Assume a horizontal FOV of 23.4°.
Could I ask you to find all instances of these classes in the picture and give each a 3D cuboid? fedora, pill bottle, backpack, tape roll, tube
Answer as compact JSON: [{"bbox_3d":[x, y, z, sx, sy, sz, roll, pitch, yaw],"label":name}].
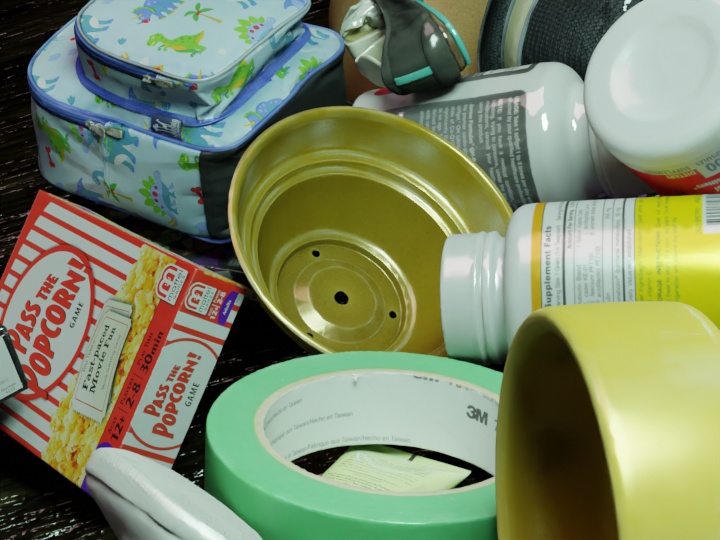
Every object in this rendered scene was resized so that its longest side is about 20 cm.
[{"bbox_3d":[0.179,-0.162,1.241,0.200,0.201,0.092,-24,38,-15],"label":"fedora"},{"bbox_3d":[0.099,-0.082,1.190,0.200,0.111,0.111,-6,26,24],"label":"pill bottle"},{"bbox_3d":[-0.126,-0.129,1.210,0.200,0.147,0.183,14,40,25],"label":"backpack"},{"bbox_3d":[0.017,0.104,0.926,0.200,0.048,0.200,2,21,-1],"label":"tape roll"},{"bbox_3d":[0.150,0.013,1.005,0.200,0.109,0.109,-2,27,13],"label":"pill bottle"},{"bbox_3d":[-0.022,0.149,0.934,0.200,0.058,0.052,-39,-6,-47],"label":"tube"},{"bbox_3d":[0.229,-0.079,1.059,0.112,0.200,0.112,-18,58,32],"label":"pill bottle"}]

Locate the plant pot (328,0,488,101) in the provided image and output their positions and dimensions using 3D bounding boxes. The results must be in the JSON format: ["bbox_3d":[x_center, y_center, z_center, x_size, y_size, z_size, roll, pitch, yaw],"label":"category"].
[{"bbox_3d":[0.064,-0.144,1.368,0.186,0.187,0.200,-11,39,11],"label":"plant pot"}]

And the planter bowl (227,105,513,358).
[{"bbox_3d":[0.000,0.000,1.109,0.200,0.200,0.083,-37,-12,-38],"label":"planter bowl"}]

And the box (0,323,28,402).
[{"bbox_3d":[-0.340,0.076,1.110,0.198,0.050,0.200,-27,26,-25],"label":"box"}]

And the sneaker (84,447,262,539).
[{"bbox_3d":[-0.075,0.164,0.819,0.200,0.075,0.089,39,95,28],"label":"sneaker"}]

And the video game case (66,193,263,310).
[{"bbox_3d":[-0.110,-0.054,1.262,0.181,0.036,0.200,9,40,16],"label":"video game case"}]

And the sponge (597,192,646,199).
[{"bbox_3d":[0.135,-0.033,1.233,0.111,0.030,0.200,-4,27,25],"label":"sponge"}]

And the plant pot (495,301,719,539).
[{"bbox_3d":[0.170,0.110,0.735,0.189,0.201,0.201,-3,23,-8],"label":"plant pot"}]

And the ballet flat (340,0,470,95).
[{"bbox_3d":[0.022,-0.168,1.222,0.068,0.068,0.200,-29,20,3],"label":"ballet flat"}]

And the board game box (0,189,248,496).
[{"bbox_3d":[-0.170,0.047,1.109,0.046,0.152,0.200,23,0,-41],"label":"board game box"}]
